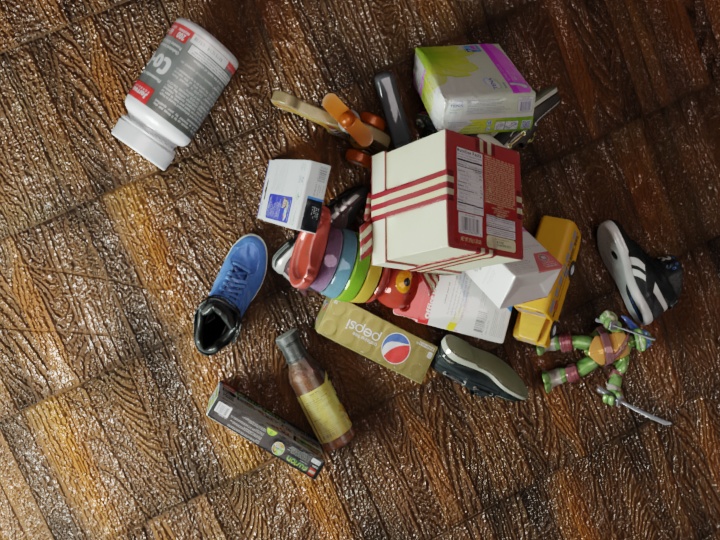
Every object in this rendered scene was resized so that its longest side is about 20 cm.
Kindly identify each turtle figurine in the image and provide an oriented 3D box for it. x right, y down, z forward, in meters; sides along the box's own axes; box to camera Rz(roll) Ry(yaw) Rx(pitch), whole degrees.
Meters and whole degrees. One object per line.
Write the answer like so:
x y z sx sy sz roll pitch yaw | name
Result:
0.394 0.147 1.252 0.189 0.203 0.146 -13 130 14 | turtle figurine

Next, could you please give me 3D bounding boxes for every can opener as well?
0.080 -0.223 1.214 0.065 0.053 0.204 -16 107 6 | can opener

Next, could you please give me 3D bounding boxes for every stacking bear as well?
0.000 0.000 1.147 0.196 0.113 0.124 20 74 -20 | stacking bear

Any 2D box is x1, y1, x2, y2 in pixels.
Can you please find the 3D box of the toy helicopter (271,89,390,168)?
-0.045 -0.232 1.171 0.196 0.132 0.081 21 91 -10 | toy helicopter

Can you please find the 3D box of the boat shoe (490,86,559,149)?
0.252 -0.228 1.254 0.199 0.072 0.061 -36 103 2 | boat shoe

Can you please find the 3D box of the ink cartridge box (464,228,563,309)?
0.212 -0.036 1.211 0.114 0.201 0.068 -8 135 -34 | ink cartridge box

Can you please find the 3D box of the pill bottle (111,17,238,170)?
-0.282 -0.263 1.138 0.113 0.114 0.202 33 88 -10 | pill bottle

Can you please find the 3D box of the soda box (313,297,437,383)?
0.023 0.109 1.241 0.197 0.064 0.069 27 89 -10 | soda box

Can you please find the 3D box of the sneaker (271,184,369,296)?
-0.040 -0.038 1.224 0.199 0.076 0.116 -40 105 5 | sneaker

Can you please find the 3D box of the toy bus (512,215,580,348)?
0.308 0.020 1.256 0.064 0.078 0.204 13 77 32 | toy bus

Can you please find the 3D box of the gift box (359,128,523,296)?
0.110 -0.075 1.089 0.181 0.185 0.206 13 76 -36 | gift box

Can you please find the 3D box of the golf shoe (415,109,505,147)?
0.174 -0.221 1.189 0.088 0.199 0.078 -40 141 -12 | golf shoe

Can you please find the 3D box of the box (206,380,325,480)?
-0.150 0.252 1.200 0.198 0.110 0.035 33 89 -9 | box

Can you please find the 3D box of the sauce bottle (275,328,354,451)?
-0.076 0.193 1.230 0.065 0.066 0.204 -25 99 -6 | sauce bottle

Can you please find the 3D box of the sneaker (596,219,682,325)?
0.491 -0.018 1.311 0.110 0.073 0.203 -30 106 -9 | sneaker

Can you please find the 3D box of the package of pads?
0.168 -0.286 1.173 0.150 0.202 0.069 -5 129 -9 | package of pads

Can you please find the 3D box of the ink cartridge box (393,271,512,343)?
0.152 0.038 1.255 0.195 0.067 0.119 15 91 -10 | ink cartridge box

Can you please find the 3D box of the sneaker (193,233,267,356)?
-0.201 0.040 1.175 0.076 0.111 0.203 29 89 -10 | sneaker

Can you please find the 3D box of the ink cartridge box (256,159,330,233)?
-0.104 -0.116 1.144 0.038 0.199 0.102 11 94 -26 | ink cartridge box

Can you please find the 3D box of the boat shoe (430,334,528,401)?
0.198 0.180 1.274 0.197 0.075 0.066 27 120 -29 | boat shoe
